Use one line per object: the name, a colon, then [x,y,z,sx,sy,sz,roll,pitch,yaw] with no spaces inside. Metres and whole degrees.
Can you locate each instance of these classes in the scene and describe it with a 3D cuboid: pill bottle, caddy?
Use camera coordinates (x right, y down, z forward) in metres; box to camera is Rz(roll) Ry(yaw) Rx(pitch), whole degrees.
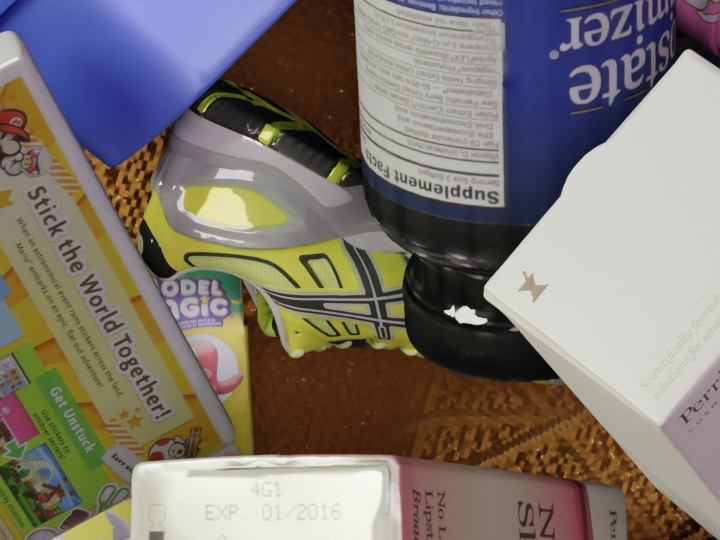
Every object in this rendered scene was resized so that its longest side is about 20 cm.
pill bottle: [0.054,-0.069,0.879,0.111,0.112,0.201,-6,117,-6]
caddy: [-0.074,-0.133,0.937,0.200,0.141,0.105,-45,102,0]

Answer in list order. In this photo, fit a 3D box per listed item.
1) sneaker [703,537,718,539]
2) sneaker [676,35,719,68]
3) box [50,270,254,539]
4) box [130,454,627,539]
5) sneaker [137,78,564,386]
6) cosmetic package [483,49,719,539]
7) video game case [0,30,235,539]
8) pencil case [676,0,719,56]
sneaker: [0.170,0.159,1.037,0.199,0.060,0.105,0,125,-27]
sneaker: [0.147,0.008,1.008,0.076,0.081,0.201,-8,99,-7]
box: [-0.098,0.094,1.008,0.117,0.048,0.201,-3,99,-6]
box: [0.013,0.136,0.925,0.108,0.200,0.129,-4,81,28]
sneaker: [0.000,0.000,0.986,0.199,0.075,0.077,29,100,-25]
cosmetic package: [0.132,0.026,0.869,0.085,0.200,0.108,39,88,32]
video game case: [-0.161,0.033,0.912,0.181,0.023,0.200,-28,129,-3]
pencil case: [0.085,-0.165,0.939,0.200,0.083,0.087,38,79,24]
